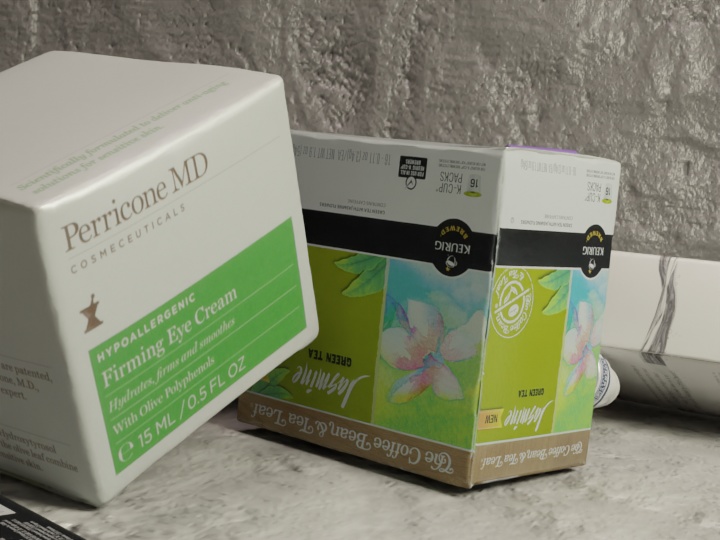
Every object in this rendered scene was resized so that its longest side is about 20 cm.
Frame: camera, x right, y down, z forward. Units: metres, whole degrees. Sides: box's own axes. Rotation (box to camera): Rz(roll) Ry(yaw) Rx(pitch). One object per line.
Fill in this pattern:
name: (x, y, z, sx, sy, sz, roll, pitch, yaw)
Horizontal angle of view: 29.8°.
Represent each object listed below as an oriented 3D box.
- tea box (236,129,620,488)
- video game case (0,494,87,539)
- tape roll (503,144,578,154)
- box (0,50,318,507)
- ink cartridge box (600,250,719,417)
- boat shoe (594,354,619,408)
tea box: (0.040, 0.016, 0.865, 0.199, 0.199, 0.133, 9, 6, 41)
video game case: (-0.194, 0.119, 0.513, 0.180, 0.026, 0.199, 0, 8, -44)
tape roll: (0.154, -0.011, 1.227, 0.065, 0.203, 0.200, 4, 6, -3)
box: (-0.161, -0.009, 0.763, 0.198, 0.173, 0.199, 10, 31, 34)
ink cartridge box: (0.261, 0.053, 1.032, 0.198, 0.084, 0.146, 8, -19, 31)
boat shoe: (0.097, 0.079, 1.018, 0.198, 0.074, 0.065, 10, -10, 32)
